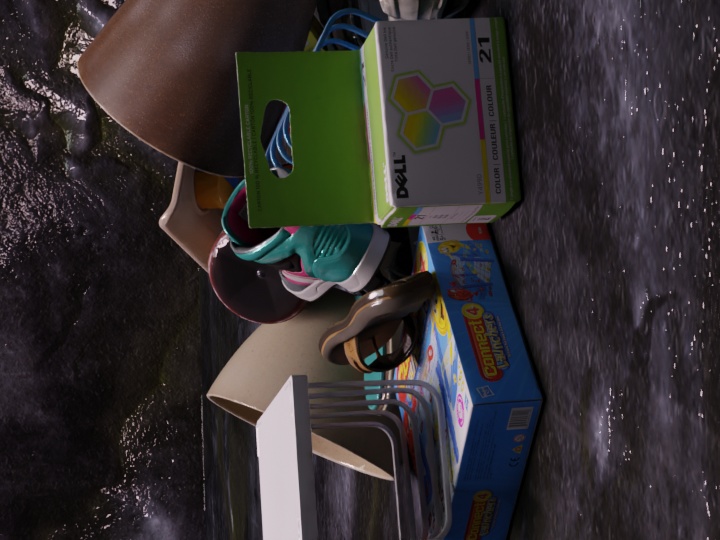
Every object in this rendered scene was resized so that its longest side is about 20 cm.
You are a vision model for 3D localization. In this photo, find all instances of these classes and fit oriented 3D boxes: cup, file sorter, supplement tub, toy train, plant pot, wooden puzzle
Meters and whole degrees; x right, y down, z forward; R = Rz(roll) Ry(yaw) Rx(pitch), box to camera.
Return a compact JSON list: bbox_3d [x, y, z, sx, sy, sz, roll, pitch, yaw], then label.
[{"bbox_3d":[-0.029,0.099,1.749,0.144,0.200,0.200,-65,7,-10],"label":"cup"},{"bbox_3d":[-0.003,-0.122,1.522,0.200,0.122,0.139,138,157,-78],"label":"file sorter"},{"bbox_3d":[-0.068,-0.037,1.743,0.200,0.106,0.107,-58,-25,-58],"label":"supplement tub"},{"bbox_3d":[0.000,0.000,1.594,0.034,0.046,0.200,-52,14,2],"label":"toy train"},{"bbox_3d":[-0.008,0.170,1.457,0.200,0.124,0.140,125,142,-72],"label":"file sorter"},{"bbox_3d":[-0.120,-0.219,1.586,0.200,0.186,0.187,-56,27,21],"label":"plant pot"},{"bbox_3d":[-0.127,-0.106,1.786,0.185,0.046,0.201,52,-131,-65],"label":"wooden puzzle"}]

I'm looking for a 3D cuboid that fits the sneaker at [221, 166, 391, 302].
[{"bbox_3d":[-0.063,-0.029,1.513,0.084,0.120,0.200,-64,16,-13],"label":"sneaker"}]

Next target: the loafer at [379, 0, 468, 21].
[{"bbox_3d":[0.056,-0.222,1.478,0.200,0.069,0.070,35,-126,-82],"label":"loafer"}]

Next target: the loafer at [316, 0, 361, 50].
[{"bbox_3d":[0.005,-0.223,1.742,0.072,0.063,0.200,42,-161,-37],"label":"loafer"}]

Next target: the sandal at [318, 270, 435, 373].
[{"bbox_3d":[0.021,0.051,1.460,0.055,0.081,0.200,63,157,8],"label":"sandal"}]

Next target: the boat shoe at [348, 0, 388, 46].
[{"bbox_3d":[0.016,-0.291,1.660,0.060,0.074,0.201,-173,72,-74],"label":"boat shoe"}]

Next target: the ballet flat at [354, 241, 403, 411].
[{"bbox_3d":[0.032,0.049,1.655,0.070,0.069,0.201,100,166,-48],"label":"ballet flat"}]

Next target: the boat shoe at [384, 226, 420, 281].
[{"bbox_3d":[0.051,-0.018,1.556,0.200,0.061,0.073,117,147,-69],"label":"boat shoe"}]

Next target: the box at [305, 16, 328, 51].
[{"bbox_3d":[-0.052,-0.211,1.763,0.200,0.050,0.075,54,-166,3],"label":"box"}]

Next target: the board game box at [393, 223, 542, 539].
[{"bbox_3d":[0.081,0.097,1.450,0.196,0.056,0.201,-104,16,-44],"label":"board game box"}]

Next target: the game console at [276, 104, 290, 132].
[{"bbox_3d":[-0.052,-0.149,1.787,0.177,0.031,0.200,52,-169,-11],"label":"game console"}]

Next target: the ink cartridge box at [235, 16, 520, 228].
[{"bbox_3d":[0.012,-0.111,1.378,0.076,0.199,0.149,139,127,-75],"label":"ink cartridge box"}]
